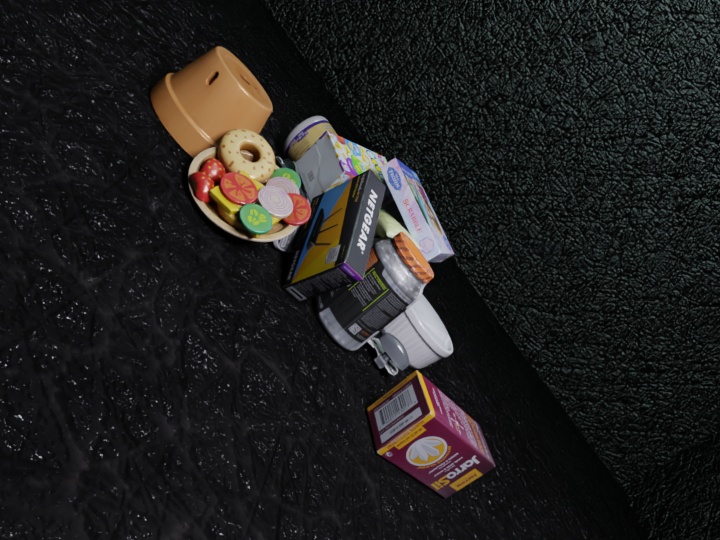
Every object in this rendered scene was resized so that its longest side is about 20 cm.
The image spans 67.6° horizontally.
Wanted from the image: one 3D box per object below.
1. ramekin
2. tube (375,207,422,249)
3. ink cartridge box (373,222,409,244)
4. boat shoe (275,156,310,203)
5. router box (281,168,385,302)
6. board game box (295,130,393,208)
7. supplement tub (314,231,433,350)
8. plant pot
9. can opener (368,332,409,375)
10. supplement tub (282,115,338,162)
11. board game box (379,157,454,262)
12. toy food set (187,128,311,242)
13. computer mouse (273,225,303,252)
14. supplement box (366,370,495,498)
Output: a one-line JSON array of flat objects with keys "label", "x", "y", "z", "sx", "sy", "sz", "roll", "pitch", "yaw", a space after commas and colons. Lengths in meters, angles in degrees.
[{"label": "ramekin", "x": 0.115, "y": 0.125, "z": 1.209, "sx": 0.203, "sy": 0.093, "sz": 0.204, "roll": 48, "pitch": 15, "yaw": -17}, {"label": "tube", "x": 0.051, "y": -0.083, "z": 1.047, "sx": 0.200, "sy": 0.056, "sz": 0.053, "roll": -130, "pitch": -160, "yaw": -64}, {"label": "ink cartridge box", "x": 0.043, "y": -0.018, "z": 1.120, "sx": 0.198, "sy": 0.066, "sz": 0.120, "roll": -26, "pitch": 117, "yaw": -46}, {"label": "boat shoe", "x": -0.151, "y": -0.160, "z": 1.099, "sx": 0.059, "sy": 0.077, "sz": 0.202, "roll": 16, "pitch": 31, "yaw": -32}, {"label": "router box", "x": -0.042, "y": -0.059, "z": 0.899, "sx": 0.051, "sy": 0.146, "sz": 0.205, "roll": 41, "pitch": 46, "yaw": -32}, {"label": "board game box", "x": -0.021, "y": -0.190, "z": 1.117, "sx": 0.197, "sy": 0.102, "sz": 0.107, "roll": 9, "pitch": 51, "yaw": -52}, {"label": "supplement tub", "x": 0.025, "y": 0.034, "z": 0.936, "sx": 0.123, "sy": 0.198, "sz": 0.123, "roll": 46, "pitch": 16, "yaw": -18}, {"label": "plant pot", "x": -0.249, "y": -0.291, "z": 0.952, "sx": 0.200, "sy": 0.139, "sz": 0.201, "roll": 46, "pitch": 16, "yaw": -17}, {"label": "can opener", "x": 0.023, "y": 0.106, "z": 1.027, "sx": 0.203, "sy": 0.066, "sz": 0.053, "roll": 57, "pitch": 16, "yaw": 14}, {"label": "supplement tub", "x": -0.091, "y": -0.267, "z": 1.363, "sx": 0.203, "sy": 0.144, "sz": 0.145, "roll": 54, "pitch": 15, "yaw": 9}, {"label": "board game box", "x": 0.121, "y": -0.116, "z": 1.106, "sx": 0.205, "sy": 0.040, "sz": 0.199, "roll": 65, "pitch": 16, "yaw": 6}, {"label": "toy food set", "x": -0.173, "y": -0.129, "z": 0.851, "sx": 0.197, "sy": 0.049, "sz": 0.200, "roll": 42, "pitch": 41, "yaw": 1}, {"label": "computer mouse", "x": -0.105, "y": -0.073, "z": 1.013, "sx": 0.043, "sy": 0.113, "sz": 0.198, "roll": 29, "pitch": 11, "yaw": 29}, {"label": "supplement box", "x": 0.114, "y": 0.267, "z": 0.860, "sx": 0.199, "sy": 0.109, "sz": 0.087, "roll": 43, "pitch": 18, "yaw": -33}]
